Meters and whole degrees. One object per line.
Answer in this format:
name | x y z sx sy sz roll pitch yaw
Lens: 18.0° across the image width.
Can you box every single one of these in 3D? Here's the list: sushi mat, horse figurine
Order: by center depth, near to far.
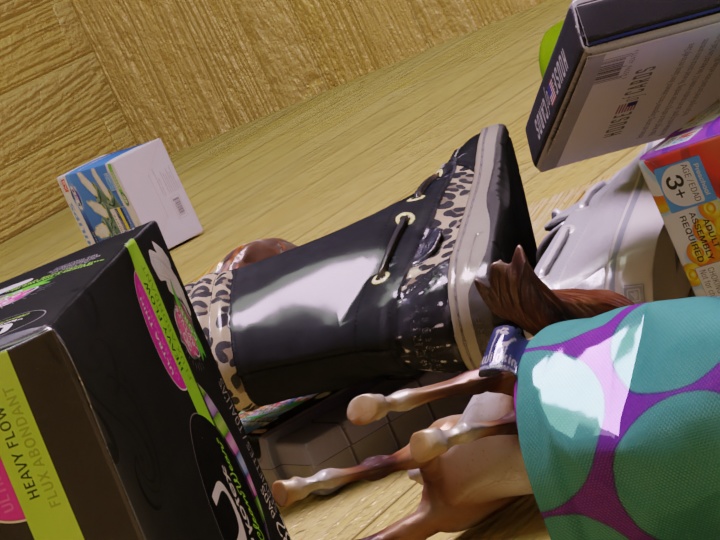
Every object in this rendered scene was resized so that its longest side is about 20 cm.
horse figurine | 0.043 0.053 0.773 0.132 0.050 0.200 -15 -21 -31
sushi mat | 0.112 -0.022 1.293 0.095 0.012 0.200 -20 10 23

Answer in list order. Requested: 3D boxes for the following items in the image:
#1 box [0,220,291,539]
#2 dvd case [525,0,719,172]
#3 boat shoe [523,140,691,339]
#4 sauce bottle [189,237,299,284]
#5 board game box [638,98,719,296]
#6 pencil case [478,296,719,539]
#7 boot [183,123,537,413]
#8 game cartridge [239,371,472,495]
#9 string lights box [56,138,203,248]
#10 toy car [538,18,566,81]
box | -0.112 0.085 0.788 0.124 0.149 0.200 -22 8 8
dvd case | 0.165 -0.091 0.852 0.199 0.025 0.150 -15 -13 -6
boat shoe | 0.111 -0.008 1.002 0.068 0.072 0.200 -4 24 15
sauce bottle | -0.083 0.040 1.244 0.066 0.066 0.200 -30 -4 -32
board game box | 0.213 -0.035 0.752 0.199 0.103 0.105 -18 10 40
pencil case | 0.138 0.027 0.637 0.199 0.085 0.093 -19 39 29
boot | -0.001 -0.001 1.018 0.153 0.074 0.204 -13 20 11
game cartridge | -0.016 0.062 1.070 0.129 0.039 0.200 -24 7 -25
string lights box | -0.235 -0.068 2.302 0.059 0.103 0.200 -28 8 -22
toy car | 0.149 -0.181 0.980 0.164 0.201 0.157 -26 -9 35
